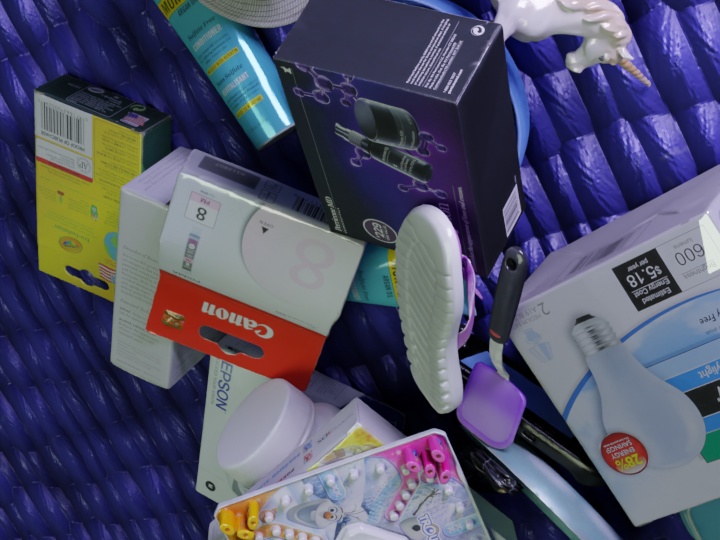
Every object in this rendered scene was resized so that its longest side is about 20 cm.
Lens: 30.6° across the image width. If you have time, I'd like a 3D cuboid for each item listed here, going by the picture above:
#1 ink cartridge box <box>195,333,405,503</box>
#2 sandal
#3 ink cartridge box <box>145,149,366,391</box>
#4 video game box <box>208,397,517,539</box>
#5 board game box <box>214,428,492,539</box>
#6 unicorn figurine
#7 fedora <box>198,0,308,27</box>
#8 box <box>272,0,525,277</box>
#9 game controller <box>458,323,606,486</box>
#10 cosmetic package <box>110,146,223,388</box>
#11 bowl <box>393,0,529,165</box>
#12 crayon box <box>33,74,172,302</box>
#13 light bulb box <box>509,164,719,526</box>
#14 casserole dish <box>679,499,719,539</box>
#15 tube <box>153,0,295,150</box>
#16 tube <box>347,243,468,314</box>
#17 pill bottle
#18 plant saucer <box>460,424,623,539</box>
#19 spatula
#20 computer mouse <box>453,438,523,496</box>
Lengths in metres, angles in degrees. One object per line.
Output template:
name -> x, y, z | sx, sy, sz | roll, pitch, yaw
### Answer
ink cartridge box -> -0.065, 0.181, 1.291 | 0.199, 0.041, 0.201 | 23, 126, 18
sandal -> 0.063, 0.023, 0.979 | 0.083, 0.050, 0.203 | 53, 157, 36
ink cartridge box -> -0.095, 0.015, 1.108 | 0.162, 0.057, 0.201 | 21, 120, 0
video game box -> 0.003, 0.225, 1.115 | 0.182, 0.047, 0.200 | -40, 115, 20
board game box -> 0.008, 0.241, 1.084 | 0.199, 0.026, 0.201 | -20, 119, 7
unicorn figurine -> 0.107, -0.198, 0.933 | 0.137, 0.074, 0.201 | -20, 96, 14
fedora -> -0.098, -0.277, 0.994 | 0.176, 0.090, 0.201 | 30, 119, 13
box -> 0.033, -0.096, 0.944 | 0.140, 0.079, 0.200 | 19, 152, 24
game controller -> 0.132, 0.107, 1.073 | 0.200, 0.104, 0.042 | 34, 99, 20
cosmetic package -> -0.171, -0.002, 1.212 | 0.074, 0.102, 0.201 | 21, 125, 18
bowl -> 0.041, -0.126, 1.048 | 0.200, 0.039, 0.202 | 15, 123, 24
crayon box -> -0.246, -0.071, 1.249 | 0.126, 0.051, 0.201 | 23, 126, 19
light bulb box -> 0.245, 0.054, 0.970 | 0.198, 0.125, 0.201 | -30, 97, 40
casserole dish -> 0.342, 0.194, 1.050 | 0.199, 0.039, 0.122 | -24, 103, 38
tube -> -0.119, -0.198, 1.106 | 0.077, 0.050, 0.201 | -33, 91, 29
tube -> 0.000, 0.000, 1.136 | 0.199, 0.051, 0.078 | 5, 138, 24
pill bottle -> -0.026, 0.191, 1.185 | 0.200, 0.114, 0.114 | 40, 134, -23
plant saucer -> 0.163, 0.191, 1.092 | 0.200, 0.200, 0.027 | 44, 87, 2
spatula -> 0.103, 0.058, 0.971 | 0.056, 0.021, 0.201 | 38, 145, 30
computer mouse -> 0.102, 0.173, 1.107 | 0.034, 0.200, 0.059 | -44, 86, -4
